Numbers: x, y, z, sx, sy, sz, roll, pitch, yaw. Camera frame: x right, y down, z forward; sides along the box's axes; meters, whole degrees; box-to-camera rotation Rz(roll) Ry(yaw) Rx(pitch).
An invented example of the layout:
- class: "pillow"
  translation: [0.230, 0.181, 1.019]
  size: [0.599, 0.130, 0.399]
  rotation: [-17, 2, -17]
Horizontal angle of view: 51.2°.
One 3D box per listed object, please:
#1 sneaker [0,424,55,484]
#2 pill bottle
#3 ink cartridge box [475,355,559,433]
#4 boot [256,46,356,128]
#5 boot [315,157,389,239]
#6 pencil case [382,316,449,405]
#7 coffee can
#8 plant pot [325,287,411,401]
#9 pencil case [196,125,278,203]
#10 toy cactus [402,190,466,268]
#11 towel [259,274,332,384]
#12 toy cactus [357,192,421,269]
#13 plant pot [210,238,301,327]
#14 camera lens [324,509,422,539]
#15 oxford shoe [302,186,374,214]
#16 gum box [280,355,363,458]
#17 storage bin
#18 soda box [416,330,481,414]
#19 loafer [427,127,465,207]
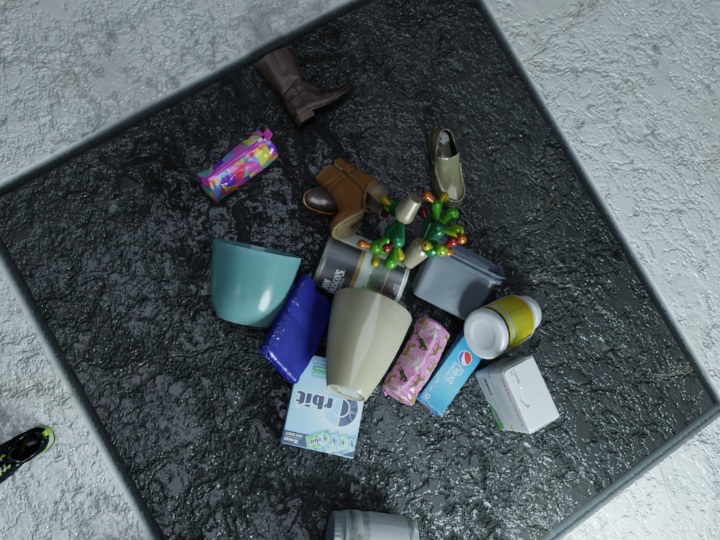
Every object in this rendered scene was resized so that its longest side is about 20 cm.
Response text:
- class: "sneaker"
  translation: [-0.729, 0.383, 1.556]
  size: [0.198, 0.083, 0.072]
  rotation: [-37, 88, -13]
- class: "pill bottle"
  translation: [0.332, 0.122, 1.725]
  size: [0.198, 0.111, 0.115]
  rotation: [-18, 83, -47]
- class: "ink cartridge box"
  translation: [0.349, 0.278, 1.693]
  size: [0.082, 0.200, 0.148]
  rotation: [-24, 85, -12]
- class: "boot"
  translation: [-0.131, -0.470, 1.809]
  size: [0.184, 0.064, 0.202]
  rotation: [-32, 83, -15]
- class: "boot"
  translation: [-0.046, -0.163, 1.677]
  size: [0.154, 0.074, 0.199]
  rotation: [39, 47, 14]
- class: "pencil case"
  translation: [0.127, 0.209, 1.728]
  size: [0.082, 0.086, 0.203]
  rotation: [36, 75, -22]
- class: "coffee can"
  translation: [0.000, 0.000, 1.707]
  size: [0.196, 0.146, 0.149]
  rotation: [21, 78, -5]
- class: "plant pot"
  translation: [-0.002, 0.172, 1.639]
  size: [0.183, 0.188, 0.204]
  rotation: [21, 67, -5]
- class: "pencil case"
  translation: [-0.281, -0.244, 1.732]
  size: [0.199, 0.088, 0.089]
  rotation: [-41, 89, -12]
- class: "toy cactus"
  translation: [0.145, -0.074, 1.613]
  size: [0.101, 0.202, 0.165]
  rotation: [27, 119, -28]
- class: "towel"
  translation: [-0.140, 0.128, 1.646]
  size: [0.148, 0.049, 0.203]
  rotation: [54, 54, -42]
- class: "toy cactus"
  translation: [0.071, -0.104, 1.610]
  size: [0.101, 0.166, 0.202]
  rotation: [27, 41, -10]
- class: "plant pot"
  translation: [-0.239, 0.031, 1.644]
  size: [0.195, 0.201, 0.165]
  rotation: [11, 93, -7]
- class: "camera lens"
  translation: [0.026, 0.602, 1.608]
  size: [0.195, 0.160, 0.164]
  rotation: [9, 79, -7]
- class: "oxford shoe"
  translation: [-0.037, -0.175, 1.766]
  size: [0.195, 0.073, 0.073]
  rotation: [-3, 81, -10]
- class: "gum box"
  translation: [-0.079, 0.303, 1.697]
  size: [0.166, 0.045, 0.205]
  rotation: [14, 79, -7]
- class: "storage bin"
  translation: [0.216, 0.017, 1.758]
  size: [0.197, 0.146, 0.136]
  rotation: [27, 105, -5]
- class: "soda box"
  translation: [0.213, 0.235, 1.747]
  size: [0.067, 0.064, 0.201]
  rotation: [39, 77, -2]
- class: "loafer"
  translation: [0.207, -0.253, 1.823]
  size: [0.074, 0.067, 0.205]
  rotation: [-14, 83, -11]
